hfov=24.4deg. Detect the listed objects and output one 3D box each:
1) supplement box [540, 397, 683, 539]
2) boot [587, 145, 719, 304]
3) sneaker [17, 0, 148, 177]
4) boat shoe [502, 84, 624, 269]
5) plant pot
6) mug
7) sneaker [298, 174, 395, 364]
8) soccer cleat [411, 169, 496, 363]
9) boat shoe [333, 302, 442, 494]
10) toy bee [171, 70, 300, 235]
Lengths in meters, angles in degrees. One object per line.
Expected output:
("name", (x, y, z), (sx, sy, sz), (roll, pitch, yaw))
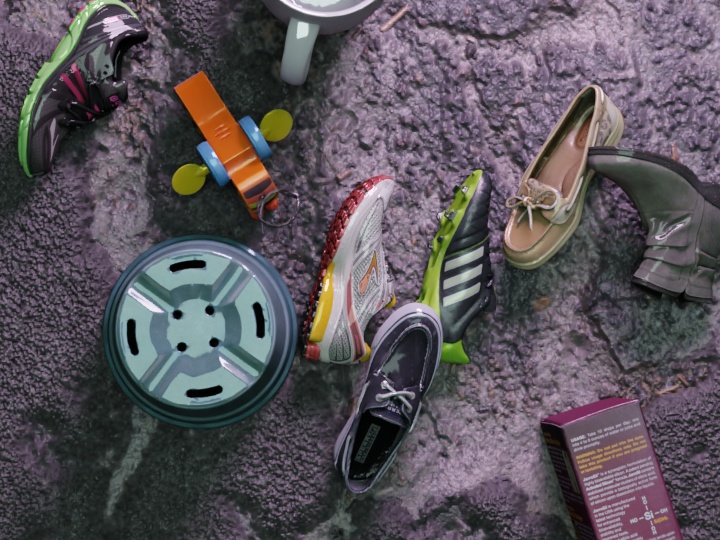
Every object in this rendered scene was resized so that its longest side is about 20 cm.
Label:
("supplement box", (0.259, 0.234, 1.674), (0.086, 0.110, 0.200), (-17, 89, -5))
("boot", (0.300, -0.042, 1.684), (0.200, 0.068, 0.131), (21, 84, -29))
("sneaker", (-0.280, -0.179, 1.670), (0.084, 0.077, 0.200), (29, 87, 1))
("boat shoe", (0.197, -0.096, 1.696), (0.073, 0.063, 0.200), (21, 77, 34))
("plant pot", (-0.157, 0.057, 1.609), (0.200, 0.196, 0.200), (0, 87, -4))
("mug", (-0.044, -0.281, 1.642), (0.148, 0.175, 0.200), (14, 87, -3))
("sneaker", (0.000, 0.000, 1.690), (0.082, 0.078, 0.200), (16, 94, -11))
("soccer cleat", (0.107, -0.002, 1.701), (0.081, 0.068, 0.200), (17, 93, -13))
("boat shoe", (0.029, 0.130, 1.656), (0.072, 0.068, 0.200), (24, 103, -12))
("toy bee", (-0.125, -0.099, 1.676), (0.131, 0.109, 0.200), (-13, 64, 3))
